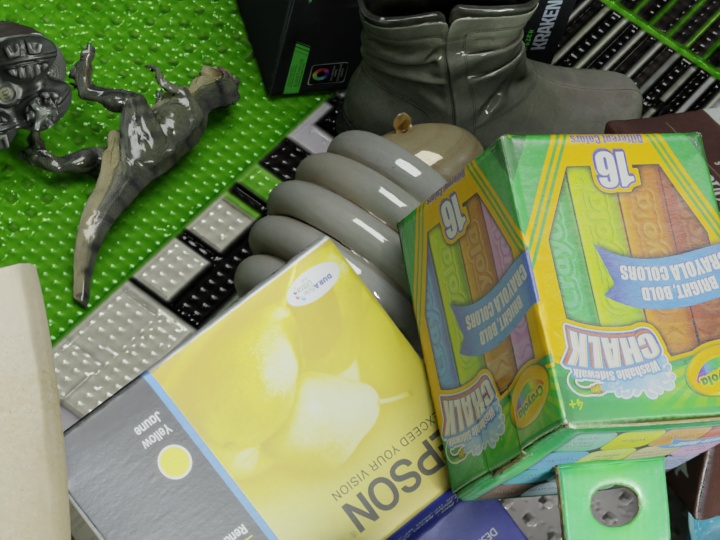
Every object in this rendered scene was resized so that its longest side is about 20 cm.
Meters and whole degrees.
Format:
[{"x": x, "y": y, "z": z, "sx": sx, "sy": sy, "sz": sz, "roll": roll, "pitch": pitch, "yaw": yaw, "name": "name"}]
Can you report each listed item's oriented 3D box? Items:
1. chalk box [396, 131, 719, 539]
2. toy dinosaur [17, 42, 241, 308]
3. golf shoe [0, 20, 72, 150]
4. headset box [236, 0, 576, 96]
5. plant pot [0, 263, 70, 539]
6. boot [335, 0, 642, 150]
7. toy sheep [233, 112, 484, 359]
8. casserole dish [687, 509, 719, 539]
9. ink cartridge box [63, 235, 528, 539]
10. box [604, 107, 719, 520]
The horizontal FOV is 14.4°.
[{"x": 0.115, "y": 0.044, "z": 1.443, "sx": 0.124, "sy": 0.124, "sz": 0.200, "roll": -3, "pitch": 70, "yaw": -29, "name": "chalk box"}, {"x": -0.142, "y": -0.074, "z": 1.640, "sx": 0.088, "sy": 0.047, "sz": 0.200, "roll": 32, "pitch": 55, "yaw": 3, "name": "toy dinosaur"}, {"x": -0.266, "y": -0.097, "z": 1.617, "sx": 0.200, "sy": 0.078, "sz": 0.095, "roll": -10, "pitch": 26, "yaw": -11, "name": "golf shoe"}, {"x": 0.028, "y": -0.199, "z": 1.696, "sx": 0.200, "sy": 0.174, "sz": 0.093, "roll": -5, "pitch": 54, "yaw": -19, "name": "headset box"}, {"x": -0.237, "y": 0.134, "z": 1.363, "sx": 0.200, "sy": 0.200, "sz": 0.177, "roll": -13, "pitch": 68, "yaw": -23, "name": "plant pot"}, {"x": 0.087, "y": -0.120, "z": 1.677, "sx": 0.200, "sy": 0.131, "sz": 0.068, "roll": -3, "pitch": 54, "yaw": -16, "name": "boot"}, {"x": 0.000, "y": 0.000, "z": 1.564, "sx": 0.138, "sy": 0.138, "sz": 0.200, "roll": 34, "pitch": 73, "yaw": 13, "name": "toy sheep"}, {"x": 0.243, "y": 0.191, "z": 1.533, "sx": 0.121, "sy": 0.039, "sz": 0.200, "roll": -5, "pitch": 53, "yaw": -18, "name": "casserole dish"}, {"x": -0.034, "y": 0.118, "z": 1.453, "sx": 0.198, "sy": 0.047, "sz": 0.200, "roll": -38, "pitch": 87, "yaw": -23, "name": "ink cartridge box"}, {"x": 0.247, "y": 0.014, "z": 1.564, "sx": 0.200, "sy": 0.164, "sz": 0.166, "roll": -8, "pitch": 34, "yaw": -21, "name": "box"}]
